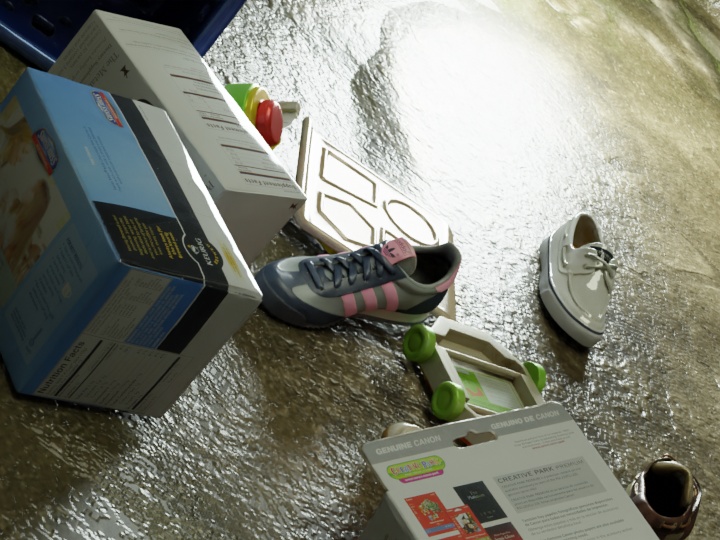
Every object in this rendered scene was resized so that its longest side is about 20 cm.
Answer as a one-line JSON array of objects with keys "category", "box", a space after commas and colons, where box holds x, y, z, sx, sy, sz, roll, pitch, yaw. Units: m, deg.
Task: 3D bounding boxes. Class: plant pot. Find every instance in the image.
[{"category": "plant pot", "box": [-0.203, -0.270, 1.714, 0.200, 0.200, 0.180, 35, 18, -12]}]

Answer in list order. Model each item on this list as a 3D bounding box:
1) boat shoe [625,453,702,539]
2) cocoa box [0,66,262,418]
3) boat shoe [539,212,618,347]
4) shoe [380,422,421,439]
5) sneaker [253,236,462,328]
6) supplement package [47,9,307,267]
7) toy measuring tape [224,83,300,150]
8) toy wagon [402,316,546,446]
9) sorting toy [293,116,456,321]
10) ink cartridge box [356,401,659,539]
[{"category": "boat shoe", "box": [0.271, 0.203, 1.757, 0.072, 0.072, 0.200, 48, 25, 16]}, {"category": "cocoa box", "box": [-0.185, -0.019, 1.378, 0.131, 0.133, 0.200, 15, 35, -44]}, {"category": "boat shoe", "box": [0.231, 0.003, 2.041, 0.071, 0.070, 0.200, 35, 24, -15]}, {"category": "shoe", "box": [0.092, 0.189, 1.538, 0.200, 0.053, 0.070, 50, 25, 18]}, {"category": "sneaker", "box": [0.000, 0.000, 1.669, 0.200, 0.082, 0.070, -2, 53, -44]}, {"category": "supplement package", "box": [-0.156, -0.093, 1.573, 0.109, 0.114, 0.200, 4, 42, -56]}, {"category": "toy measuring tape", "box": [-0.095, -0.146, 1.800, 0.074, 0.074, 0.200, 40, 26, -1]}, {"category": "toy wagon", "box": [0.118, 0.122, 1.710, 0.155, 0.040, 0.200, 19, 33, -39]}, {"category": "sorting toy", "box": [0.011, -0.038, 1.835, 0.200, 0.036, 0.185, 38, 24, -18]}, {"category": "ink cartridge box", "box": [0.102, 0.198, 1.428, 0.199, 0.084, 0.176, -8, 51, -35]}]
